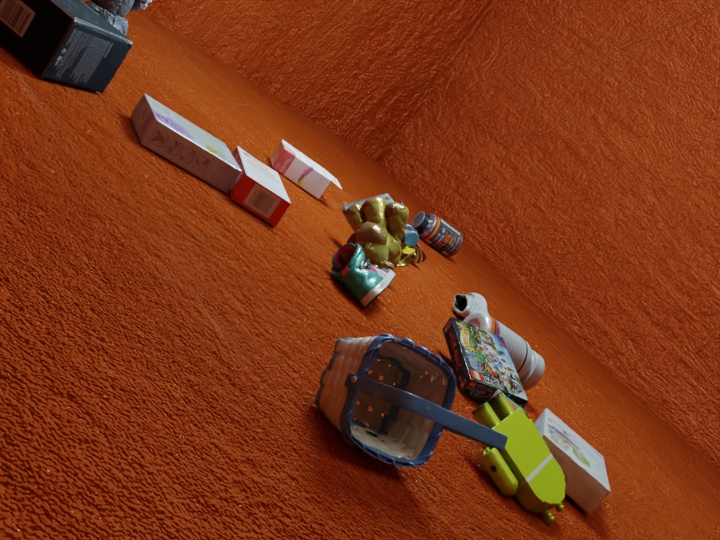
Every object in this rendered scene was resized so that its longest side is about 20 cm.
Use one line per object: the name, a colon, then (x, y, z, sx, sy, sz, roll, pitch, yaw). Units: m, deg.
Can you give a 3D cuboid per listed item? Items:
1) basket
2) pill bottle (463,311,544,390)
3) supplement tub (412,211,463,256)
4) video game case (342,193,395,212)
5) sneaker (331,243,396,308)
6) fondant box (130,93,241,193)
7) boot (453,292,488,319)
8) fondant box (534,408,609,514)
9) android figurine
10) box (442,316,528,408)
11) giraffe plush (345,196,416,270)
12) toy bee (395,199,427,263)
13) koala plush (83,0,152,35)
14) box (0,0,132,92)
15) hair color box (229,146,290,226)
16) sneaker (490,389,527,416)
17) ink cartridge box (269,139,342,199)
basket: (0.054, 0.158, 0.893, 0.175, 0.141, 0.198, 30, -17, -33)
pill bottle: (0.315, 0.185, 1.716, 0.199, 0.110, 0.110, 33, 12, -24)
supplement tub: (0.289, -0.143, 2.895, 0.198, 0.108, 0.107, 32, 13, -26)
video game case: (0.038, -0.161, 2.163, 0.201, 0.141, 0.018, -120, -165, -61)
sneaker: (0.000, 0.000, 1.539, 0.121, 0.083, 0.200, 48, 13, 0)
fondant box: (-0.338, -0.246, 1.479, 0.198, 0.059, 0.145, 28, 15, -37)
boot: (0.298, 0.091, 2.104, 0.095, 0.074, 0.200, 42, 11, -17)
fondant box: (0.379, 0.344, 1.402, 0.144, 0.059, 0.200, 40, 11, 9)
android figurine: (0.250, 0.290, 1.182, 0.202, 0.041, 0.181, 57, 30, 11)
box: (0.247, 0.186, 1.529, 0.135, 0.038, 0.201, 22, 27, -19)
giraffe plush: (0.027, -0.059, 1.741, 0.162, 0.170, 0.204, -32, 104, -67)
toy bee: (0.113, -0.096, 2.243, 0.202, 0.107, 0.131, 62, 0, -9)
koala plush: (-0.570, -0.589, 1.714, 0.176, 0.201, 0.184, 24, 18, -51)
box: (-0.558, -0.441, 1.379, 0.199, 0.125, 0.196, 39, 13, 7)
hair color box: (-0.217, -0.176, 1.575, 0.110, 0.064, 0.201, 31, 15, -25)
sneaker: (0.259, 0.264, 1.340, 0.079, 0.072, 0.200, 35, 10, 8)
ink cartridge box: (-0.152, -0.270, 2.120, 0.198, 0.068, 0.117, 33, 13, -19)
